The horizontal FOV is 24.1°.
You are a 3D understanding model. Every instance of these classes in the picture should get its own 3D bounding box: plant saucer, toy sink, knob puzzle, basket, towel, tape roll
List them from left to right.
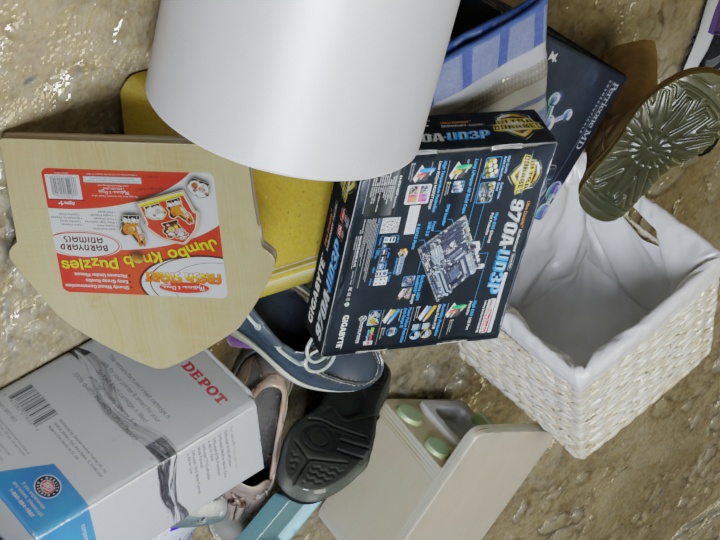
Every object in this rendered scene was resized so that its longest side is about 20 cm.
[{"bbox_3d":[-0.156,-0.015,1.220,0.031,0.218,0.221,-78,171,-53],"label":"knob puzzle"},{"bbox_3d":[-0.077,-0.065,1.285,0.199,0.048,0.201,-18,115,-35],"label":"plant saucer"},{"bbox_3d":[-0.074,0.231,1.556,0.070,0.019,0.200,-50,169,0],"label":"plant saucer"},{"bbox_3d":[-0.039,-0.169,1.159,0.202,0.203,0.140,-12,129,-40],"label":"tape roll"},{"bbox_3d":[0.072,0.197,1.662,0.130,0.112,0.201,4,126,-48],"label":"toy sink"},{"bbox_3d":[0.095,-0.106,1.326,0.146,0.024,0.201,-31,139,-25],"label":"towel"},{"bbox_3d":[0.211,0.032,1.606,0.200,0.198,0.161,-38,146,-18],"label":"basket"}]

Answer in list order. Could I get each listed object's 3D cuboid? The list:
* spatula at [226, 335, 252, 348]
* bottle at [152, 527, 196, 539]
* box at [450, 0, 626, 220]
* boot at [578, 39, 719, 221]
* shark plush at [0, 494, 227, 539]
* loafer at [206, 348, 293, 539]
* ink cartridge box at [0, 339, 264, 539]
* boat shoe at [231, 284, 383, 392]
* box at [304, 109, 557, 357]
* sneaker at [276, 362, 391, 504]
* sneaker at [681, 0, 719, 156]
[{"bbox_3d":[-0.049,0.047,1.482,0.200,0.020,0.057,14,78,-56],"label":"spatula"},{"bbox_3d":[-0.167,0.198,1.448,0.201,0.065,0.083,-64,168,17],"label":"bottle"},{"bbox_3d":[0.103,-0.145,1.408,0.199,0.107,0.149,13,111,-51],"label":"box"},{"bbox_3d":[0.248,-0.153,1.470,0.066,0.200,0.175,39,120,-17],"label":"boot"},{"bbox_3d":[-0.208,0.201,1.364,0.199,0.091,0.084,-22,135,-13],"label":"shark plush"},{"bbox_3d":[-0.103,0.162,1.478,0.071,0.063,0.201,10,114,-12],"label":"loafer"},{"bbox_3d":[-0.196,0.135,1.303,0.199,0.145,0.084,-30,139,-25],"label":"ink cartridge box"},{"bbox_3d":[-0.047,0.046,1.404,0.200,0.062,0.075,38,65,-33],"label":"boat shoe"},{"bbox_3d":[0.051,-0.027,1.297,0.158,0.046,0.201,-6,131,-22],"label":"box"},{"bbox_3d":[-0.031,0.166,1.512,0.200,0.076,0.115,-66,177,-57],"label":"sneaker"},{"bbox_3d":[0.369,-0.189,1.667,0.075,0.087,0.201,-20,134,-35],"label":"sneaker"}]
